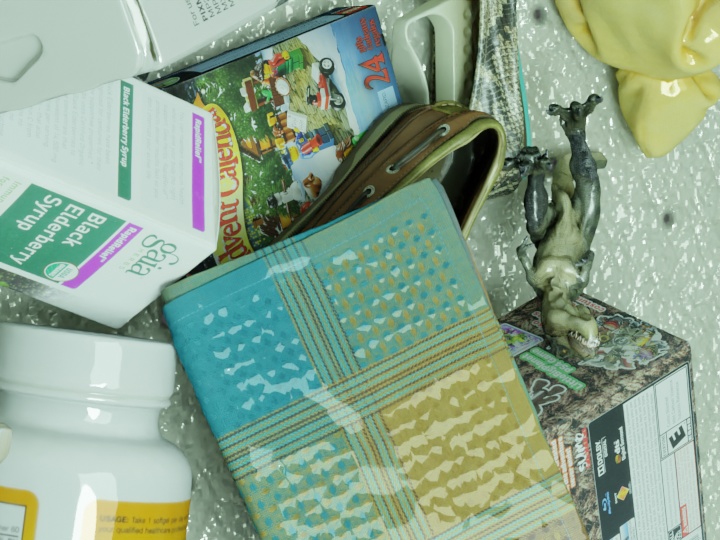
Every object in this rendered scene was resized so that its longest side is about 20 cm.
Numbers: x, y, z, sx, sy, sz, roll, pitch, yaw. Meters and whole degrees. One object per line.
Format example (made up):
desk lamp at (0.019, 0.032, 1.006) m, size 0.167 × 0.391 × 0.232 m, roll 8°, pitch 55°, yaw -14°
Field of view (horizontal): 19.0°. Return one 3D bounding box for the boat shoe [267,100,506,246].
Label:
boat shoe at (0.000, 0.000, 1.030) m, size 0.072 × 0.068 × 0.200 m, roll 38°, pitch 73°, yaw -31°

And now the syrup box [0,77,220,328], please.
syrup box at (-0.163, -0.054, 0.935) m, size 0.200 × 0.079 × 0.082 m, roll 24°, pitch 47°, yaw -32°

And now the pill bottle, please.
pill bottle at (-0.135, 0.127, 0.966) m, size 0.111 × 0.111 × 0.200 m, roll 8°, pitch 89°, yaw -35°

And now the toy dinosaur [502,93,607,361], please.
toy dinosaur at (0.105, -0.036, 1.107) m, size 0.200 × 0.047 × 0.088 m, roll -74°, pitch 156°, yaw -53°

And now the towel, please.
towel at (0.010, 0.074, 0.973) m, size 0.146 × 0.022 × 0.200 m, roll -22°, pitch 86°, yaw -19°

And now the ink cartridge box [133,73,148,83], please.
ink cartridge box at (-0.162, -0.175, 0.966) m, size 0.200 × 0.044 × 0.094 m, roll 33°, pitch 73°, yaw -32°

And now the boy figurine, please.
boy figurine at (0.160, -0.149, 1.151) m, size 0.064 × 0.124 × 0.200 m, roll -52°, pitch 137°, yaw -37°

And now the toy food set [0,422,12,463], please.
toy food set at (-0.248, 0.036, 0.842) m, size 0.143 × 0.200 × 0.061 m, roll -21°, pitch 132°, yaw -32°

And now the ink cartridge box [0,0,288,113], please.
ink cartridge box at (-0.087, -0.136, 0.875) m, size 0.200 × 0.145 × 0.084 m, roll -36°, pitch 110°, yaw -48°

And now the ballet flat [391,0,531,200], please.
ballet flat at (0.051, -0.135, 1.109) m, size 0.075 × 0.068 × 0.200 m, roll -3°, pitch 99°, yaw -26°

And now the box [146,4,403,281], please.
box at (-0.028, -0.016, 1.075) m, size 0.136 × 0.038 × 0.200 m, roll -26°, pitch 108°, yaw -31°

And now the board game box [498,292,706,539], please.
board game box at (0.071, 0.128, 1.094) m, size 0.200 × 0.097 × 0.160 m, roll -28°, pitch 125°, yaw -29°
